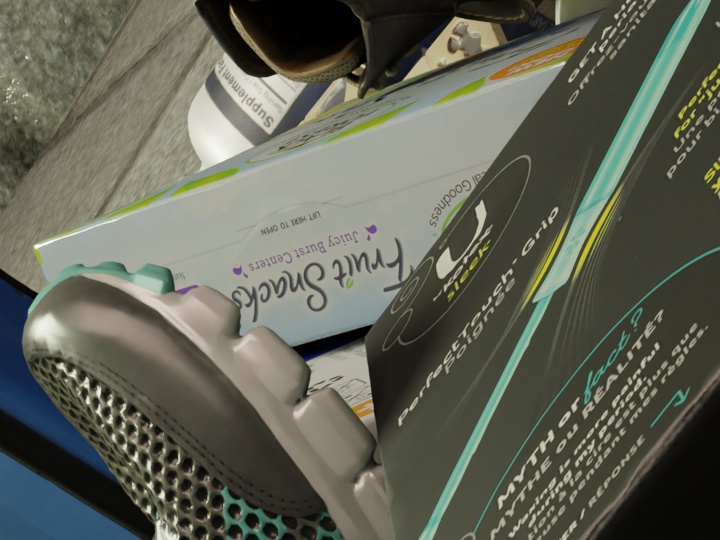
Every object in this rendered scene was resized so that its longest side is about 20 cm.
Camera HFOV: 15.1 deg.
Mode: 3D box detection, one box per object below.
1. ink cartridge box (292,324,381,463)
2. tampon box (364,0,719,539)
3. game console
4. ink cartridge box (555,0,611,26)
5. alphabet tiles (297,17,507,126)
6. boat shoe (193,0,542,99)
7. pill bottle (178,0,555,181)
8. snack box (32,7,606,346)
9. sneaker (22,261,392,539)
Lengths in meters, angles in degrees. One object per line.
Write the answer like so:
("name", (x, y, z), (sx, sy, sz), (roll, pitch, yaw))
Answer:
("ink cartridge box", (0.059, 0.014, 0.720), (0.199, 0.047, 0.198), (-21, 6, -12))
("tampon box", (0.096, 0.017, 0.463), (0.150, 0.126, 0.200), (-53, 11, 11))
("game console", (-0.106, 0.084, 0.912), (0.119, 0.199, 0.171), (-55, 12, 11))
("ink cartridge box", (0.104, -0.177, 0.801), (0.145, 0.083, 0.201), (-70, -19, -58))
("alphabet tiles", (0.000, 0.000, 1.004), (0.200, 0.008, 0.168), (-49, 40, 29))
("boat shoe", (-0.015, -0.086, 0.749), (0.074, 0.200, 0.074), (8, 88, 37))
("pill bottle", (-0.001, -0.071, 1.123), (0.200, 0.111, 0.111), (-54, 12, 13))
("snack box", (0.028, -0.028, 0.735), (0.199, 0.053, 0.142), (-17, 9, 43))
("sneaker", (-0.014, 0.087, 0.519), (0.091, 0.200, 0.078), (-36, -17, -13))
